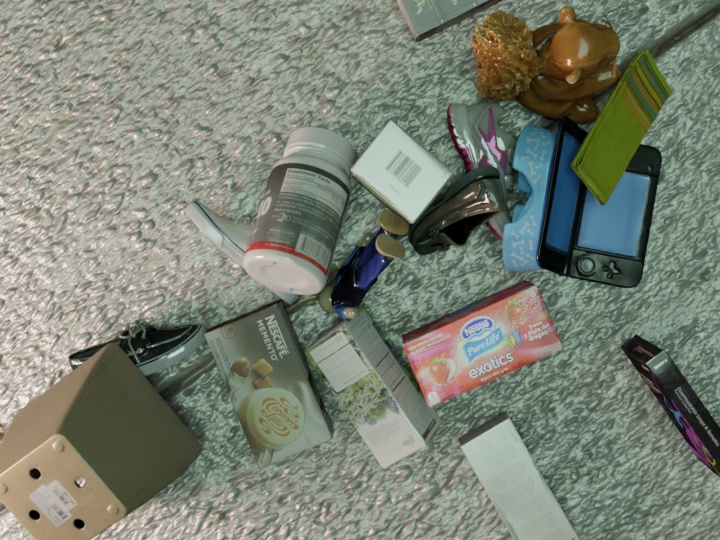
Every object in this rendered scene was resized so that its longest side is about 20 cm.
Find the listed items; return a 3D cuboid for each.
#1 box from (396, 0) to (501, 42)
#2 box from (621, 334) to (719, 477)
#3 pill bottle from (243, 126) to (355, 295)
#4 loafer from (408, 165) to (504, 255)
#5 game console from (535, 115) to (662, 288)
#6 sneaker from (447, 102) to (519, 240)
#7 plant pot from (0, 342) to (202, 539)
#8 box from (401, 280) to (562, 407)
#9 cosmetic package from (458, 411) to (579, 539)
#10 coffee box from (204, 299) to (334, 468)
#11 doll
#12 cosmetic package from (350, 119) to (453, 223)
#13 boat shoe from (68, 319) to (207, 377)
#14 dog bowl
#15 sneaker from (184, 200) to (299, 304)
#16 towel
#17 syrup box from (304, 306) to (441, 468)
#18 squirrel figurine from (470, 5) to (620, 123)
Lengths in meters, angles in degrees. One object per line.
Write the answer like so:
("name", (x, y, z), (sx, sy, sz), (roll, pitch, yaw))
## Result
("box", (0.105, -0.440, 1.314), (0.157, 0.048, 0.202), (-26, 92, 3))
("box", (0.435, 0.185, 1.298), (0.036, 0.143, 0.201), (-34, 92, 4))
("pill bottle", (-0.076, -0.080, 1.278), (0.113, 0.114, 0.202), (15, 67, 0))
("loafer", (0.124, -0.062, 1.268), (0.071, 0.200, 0.064), (-8, 67, -29))
("game console", (0.322, -0.088, 1.289), (0.169, 0.118, 0.203), (10, 89, 0))
("sneaker", (0.185, -0.142, 1.314), (0.087, 0.081, 0.202), (-17, 94, 4))
("plant pot", (-0.362, 0.254, 1.266), (0.199, 0.177, 0.200), (-35, 101, 16))
("box", (0.163, 0.098, 1.319), (0.198, 0.103, 0.096), (-24, 92, 4))
("cosmetic package", (0.222, 0.308, 1.355), (0.082, 0.051, 0.201), (-29, 93, 5))
("coffee box", (-0.125, 0.155, 1.337), (0.113, 0.080, 0.202), (-21, 93, 2))
("doll", (0.000, 0.000, 1.292), (0.048, 0.200, 0.138), (22, 50, -16))
("cosmetic package", (0.053, -0.124, 1.258), (0.107, 0.200, 0.085), (40, 92, 1))
("boat shoe", (-0.313, 0.106, 1.342), (0.197, 0.074, 0.069), (-19, 107, 11))
("dog bowl", (0.239, -0.094, 1.295), (0.049, 0.111, 0.203), (10, 94, 26))
("sneaker", (-0.153, -0.039, 1.339), (0.199, 0.073, 0.071), (39, 84, -10))
("towel", (0.351, -0.191, 1.275), (0.086, 0.018, 0.201), (42, 72, -30))
("syrup box", (0.019, 0.162, 1.326), (0.078, 0.081, 0.201), (-33, 93, 27))
("squirrel figurine", (0.242, -0.272, 1.250), (0.197, 0.187, 0.144), (0, 93, -1))
